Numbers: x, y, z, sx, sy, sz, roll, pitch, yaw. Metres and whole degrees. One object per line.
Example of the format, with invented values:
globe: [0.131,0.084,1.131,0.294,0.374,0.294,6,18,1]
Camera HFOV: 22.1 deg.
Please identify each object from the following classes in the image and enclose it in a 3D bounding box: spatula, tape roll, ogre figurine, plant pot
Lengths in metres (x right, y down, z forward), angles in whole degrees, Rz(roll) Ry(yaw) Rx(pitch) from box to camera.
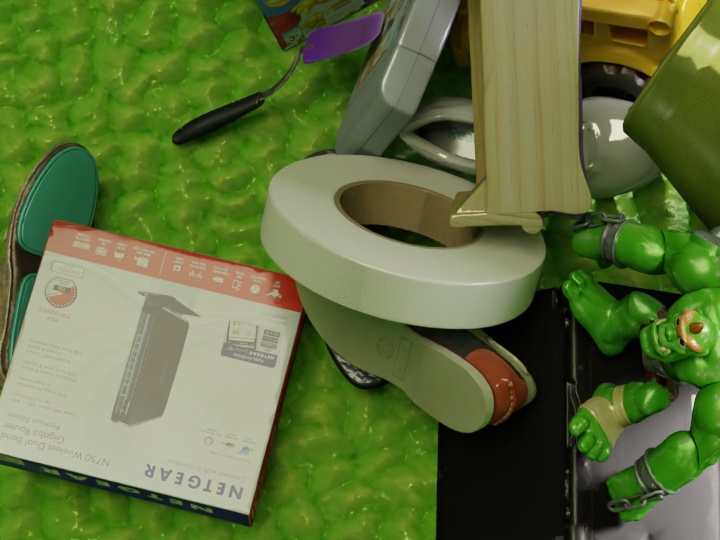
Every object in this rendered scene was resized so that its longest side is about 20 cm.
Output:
spatula: [-0.068,-0.145,1.422,0.199,0.021,0.057,-30,25,24]
tape roll: [0.030,-0.024,1.283,0.202,0.202,0.037,25,118,21]
ogre figurine: [0.199,0.050,1.202,0.119,0.098,0.202,-19,52,38]
plant pot: [0.284,-0.090,1.217,0.192,0.200,0.201,37,81,6]

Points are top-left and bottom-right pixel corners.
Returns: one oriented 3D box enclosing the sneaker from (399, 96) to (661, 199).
sneaker: [0.123,-0.090,1.336,0.198,0.088,0.076,4,96,20]

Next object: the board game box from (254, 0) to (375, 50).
board game box: [-0.061,-0.275,1.402,0.102,0.200,0.105,-28,65,1]

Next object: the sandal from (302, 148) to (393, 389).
sandal: [0.001,-0.001,1.372,0.075,0.043,0.201,-13,59,0]

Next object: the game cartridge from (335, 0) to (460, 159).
game cartridge: [0.040,-0.186,1.371,0.041,0.133,0.201,22,66,-6]

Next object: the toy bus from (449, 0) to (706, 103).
toy bus: [0.155,-0.215,1.331,0.198,0.192,0.137,13,74,20]

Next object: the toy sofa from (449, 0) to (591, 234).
toy sofa: [0.106,-0.131,1.244,0.097,0.083,0.202,-2,104,6]

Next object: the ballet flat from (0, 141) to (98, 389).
ballet flat: [-0.255,-0.003,1.419,0.067,0.068,0.202,-11,60,53]

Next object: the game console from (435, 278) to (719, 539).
game console: [0.154,0.119,1.295,0.174,0.116,0.202,8,69,-15]

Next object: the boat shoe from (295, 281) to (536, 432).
boat shoe: [0.035,0.041,1.287,0.200,0.072,0.062,37,37,30]

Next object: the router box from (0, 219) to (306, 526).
router box: [-0.151,0.074,1.346,0.198,0.049,0.181,13,72,3]
